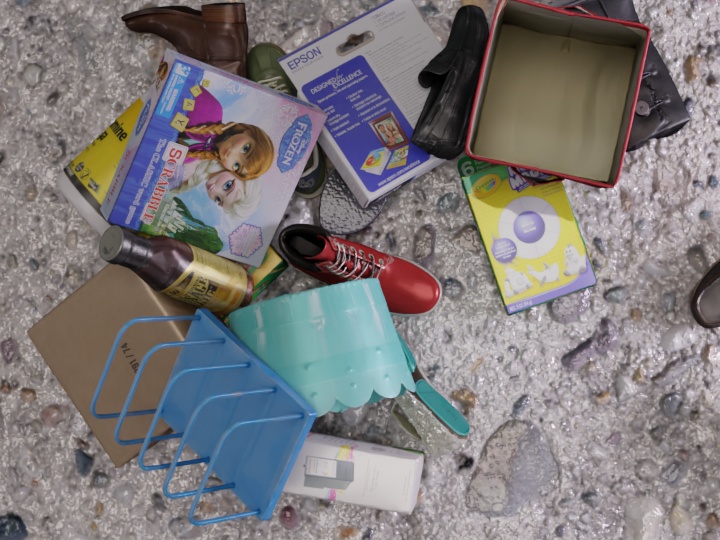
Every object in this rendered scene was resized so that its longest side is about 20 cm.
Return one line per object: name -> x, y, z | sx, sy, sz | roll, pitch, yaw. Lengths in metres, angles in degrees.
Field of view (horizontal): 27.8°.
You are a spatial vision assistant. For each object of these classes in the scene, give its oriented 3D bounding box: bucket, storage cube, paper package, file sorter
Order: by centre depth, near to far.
file sorter -> -0.172, 0.154, 1.526 | 0.200, 0.122, 0.140 | 39, 116, 33
bucket -> -0.048, 0.095, 1.623 | 0.205, 0.207, 0.136 | -13, 84, 3
storage cube -> 0.217, -0.192, 1.629 | 0.169, 0.180, 0.202 | 12, 94, 6
paper package -> -0.257, 0.096, 1.707 | 0.190, 0.103, 0.201 | -35, 87, 24

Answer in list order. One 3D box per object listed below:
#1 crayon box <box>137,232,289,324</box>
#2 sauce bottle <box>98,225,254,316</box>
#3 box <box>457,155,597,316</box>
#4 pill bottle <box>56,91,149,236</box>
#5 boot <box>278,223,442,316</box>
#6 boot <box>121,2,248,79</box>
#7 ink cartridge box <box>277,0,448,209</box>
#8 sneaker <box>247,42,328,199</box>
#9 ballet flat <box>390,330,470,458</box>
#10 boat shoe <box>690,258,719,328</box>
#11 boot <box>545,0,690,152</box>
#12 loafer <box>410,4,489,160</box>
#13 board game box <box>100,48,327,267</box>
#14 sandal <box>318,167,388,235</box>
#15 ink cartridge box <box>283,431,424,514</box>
crayon box -> -0.197, -0.041, 1.763 | 0.119, 0.058, 0.200 | -42, 84, 1
sauce bottle -> -0.206, -0.001, 1.623 | 0.066, 0.199, 0.067 | -17, 64, 38
box -> 0.197, -0.059, 1.742 | 0.116, 0.048, 0.201 | -20, 83, 2
pill bottle -> -0.246, -0.133, 1.689 | 0.200, 0.112, 0.113 | -43, 84, 0
boot -> 0.000, 0.000, 1.703 | 0.199, 0.144, 0.073 | 20, 86, 4
boot -> -0.209, -0.223, 1.778 | 0.185, 0.064, 0.202 | 5, 106, 32
ink cartridge box -> 0.029, -0.204, 1.733 | 0.197, 0.047, 0.201 | -31, 81, -21
sneaker -> -0.089, -0.187, 1.749 | 0.067, 0.090, 0.202 | -20, 85, 4
ballet flat -> 0.048, 0.142, 1.732 | 0.072, 0.072, 0.200 | -39, 83, 1
boat shoe -> 0.473, -0.005, 1.703 | 0.199, 0.073, 0.075 | -38, 84, 1
boot -> 0.283, -0.233, 1.743 | 0.164, 0.066, 0.201 | -23, 89, 4
loafer -> 0.104, -0.227, 1.700 | 0.070, 0.068, 0.202 | 19, 68, -15
board game box -> -0.164, -0.122, 1.638 | 0.198, 0.041, 0.201 | 16, 107, -30
sandal -> 0.010, -0.129, 1.765 | 0.076, 0.043, 0.201 | 25, 77, 0
ink cartridge box -> -0.030, 0.232, 1.702 | 0.198, 0.117, 0.068 | 9, 88, 7
